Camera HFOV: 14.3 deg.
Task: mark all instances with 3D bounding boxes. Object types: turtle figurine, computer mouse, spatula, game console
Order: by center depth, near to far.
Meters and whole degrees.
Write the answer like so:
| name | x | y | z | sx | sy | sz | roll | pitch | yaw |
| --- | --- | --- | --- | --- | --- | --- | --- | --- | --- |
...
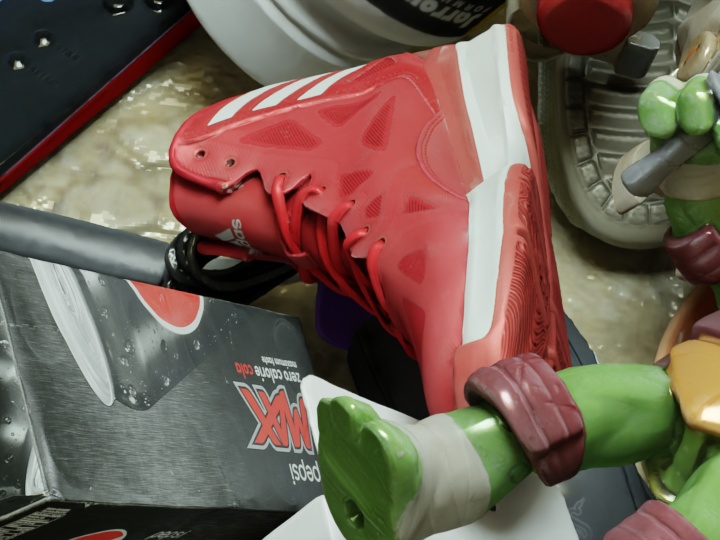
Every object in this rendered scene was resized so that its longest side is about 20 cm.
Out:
| name | x | y | z | sx | sy | sz | roll | pitch | yaw |
| --- | --- | --- | --- | --- | --- | --- | --- | --- | --- |
| turtle figurine | 0.098 | 0.020 | 0.710 | 0.194 | 0.200 | 0.144 | -27 | 94 | -26 |
| computer mouse | 0.011 | 0.043 | 0.896 | 0.140 | 0.046 | 0.201 | -17 | 61 | -5 |
| spatula | -0.050 | -0.001 | 0.964 | 0.199 | 0.021 | 0.057 | 8 | 59 | 6 |
| game console | -0.158 | -0.120 | 1.059 | 0.200 | 0.031 | 0.177 | 31 | 53 | 23 |

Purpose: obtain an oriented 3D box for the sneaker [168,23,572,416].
| name | x | y | z | sx | sy | sz | roll | pitch | yaw |
| --- | --- | --- | --- | --- | --- | --- | --- | --- | --- |
| sneaker | 0.000 | 0.000 | 0.858 | 0.115 | 0.079 | 0.200 | -10 | 27 | 8 |

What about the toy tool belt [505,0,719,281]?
| name | x | y | z | sx | sy | sz | roll | pitch | yaw |
| --- | --- | --- | --- | --- | --- | --- | --- | --- | --- |
| toy tool belt | 0.141 | -0.044 | 0.904 | 0.199 | 0.125 | 0.123 | 15 | 48 | -9 |

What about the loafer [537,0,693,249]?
| name | x | y | z | sx | sy | sz | roll | pitch | yaw |
| --- | --- | --- | --- | --- | --- | --- | --- | --- | --- |
| loafer | 0.101 | -0.092 | 1.030 | 0.075 | 0.068 | 0.201 | 10 | 63 | -6 |

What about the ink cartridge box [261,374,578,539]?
| name | x | y | z | sx | sy | sz | roll | pitch | yaw |
| --- | --- | --- | --- | --- | --- | --- | --- | --- | --- |
| ink cartridge box | 0.020 | 0.138 | 0.771 | 0.116 | 0.068 | 0.201 | 26 | 37 | -39 |

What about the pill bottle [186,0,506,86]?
| name | x | y | z | sx | sy | sz | roll | pitch | yaw |
| --- | --- | --- | --- | --- | --- | --- | --- | --- | --- |
| pill bottle | 0.033 | -0.148 | 0.975 | 0.114 | 0.200 | 0.115 | 31 | 39 | -29 |

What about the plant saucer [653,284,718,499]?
| name | x | y | z | sx | sy | sz | roll | pitch | yaw |
| --- | --- | --- | --- | --- | --- | --- | --- | --- | --- |
| plant saucer | 0.190 | 0.062 | 0.918 | 0.199 | 0.032 | 0.201 | 1 | 48 | -2 |

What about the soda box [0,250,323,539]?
| name | x | y | z | sx | sy | sz | roll | pitch | yaw |
| --- | --- | --- | --- | --- | --- | --- | --- | --- | --- |
| soda box | -0.073 | 0.044 | 0.798 | 0.063 | 0.200 | 0.071 | -20 | 78 | 18 |
